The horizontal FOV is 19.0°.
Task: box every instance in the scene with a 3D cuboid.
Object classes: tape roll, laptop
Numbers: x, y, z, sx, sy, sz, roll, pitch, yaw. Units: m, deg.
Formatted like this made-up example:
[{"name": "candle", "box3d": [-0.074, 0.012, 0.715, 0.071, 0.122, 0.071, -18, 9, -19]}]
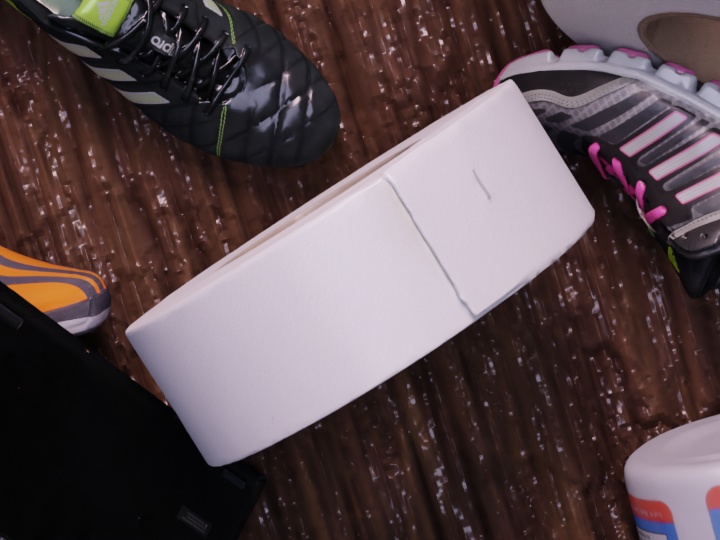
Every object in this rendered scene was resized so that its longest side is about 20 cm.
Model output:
[{"name": "tape roll", "box3d": [0.000, 0.000, 0.920, 0.202, 0.202, 0.071, -32, 94, 5]}, {"name": "tape roll", "box3d": [0.173, -0.101, 0.903, 0.201, 0.203, 0.037, 22, 82, -1]}, {"name": "laptop", "box3d": [-0.181, 0.132, 0.992, 0.187, 0.116, 0.201, 40, 68, -33]}]

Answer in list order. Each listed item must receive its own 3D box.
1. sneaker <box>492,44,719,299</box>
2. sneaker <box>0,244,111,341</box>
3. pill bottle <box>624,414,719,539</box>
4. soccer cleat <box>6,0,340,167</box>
[{"name": "sneaker", "box3d": [0.143, -0.036, 0.952, 0.199, 0.074, 0.088, 20, 81, 17]}, {"name": "sneaker", "box3d": [-0.214, -0.019, 0.987, 0.198, 0.078, 0.113, 0, 97, 2]}, {"name": "pill bottle", "box3d": [0.196, 0.168, 0.978, 0.111, 0.112, 0.202, -15, 96, 3]}, {"name": "soccer cleat", "box3d": [-0.099, -0.107, 0.972, 0.199, 0.081, 0.068, 33, 96, -2]}]
